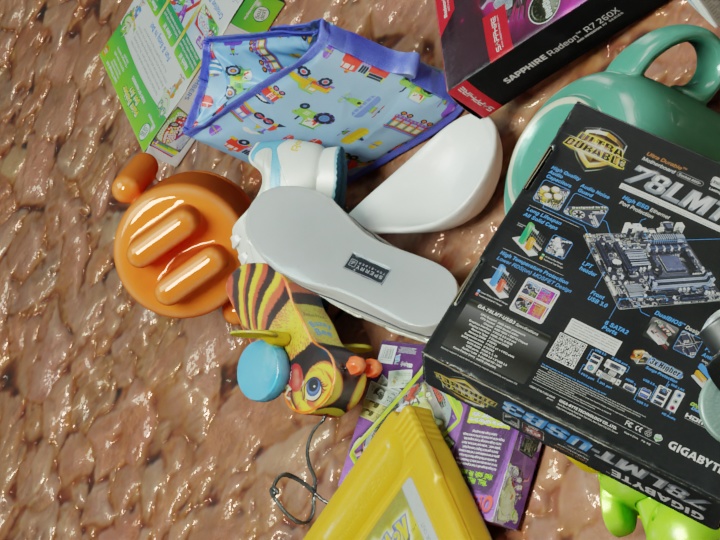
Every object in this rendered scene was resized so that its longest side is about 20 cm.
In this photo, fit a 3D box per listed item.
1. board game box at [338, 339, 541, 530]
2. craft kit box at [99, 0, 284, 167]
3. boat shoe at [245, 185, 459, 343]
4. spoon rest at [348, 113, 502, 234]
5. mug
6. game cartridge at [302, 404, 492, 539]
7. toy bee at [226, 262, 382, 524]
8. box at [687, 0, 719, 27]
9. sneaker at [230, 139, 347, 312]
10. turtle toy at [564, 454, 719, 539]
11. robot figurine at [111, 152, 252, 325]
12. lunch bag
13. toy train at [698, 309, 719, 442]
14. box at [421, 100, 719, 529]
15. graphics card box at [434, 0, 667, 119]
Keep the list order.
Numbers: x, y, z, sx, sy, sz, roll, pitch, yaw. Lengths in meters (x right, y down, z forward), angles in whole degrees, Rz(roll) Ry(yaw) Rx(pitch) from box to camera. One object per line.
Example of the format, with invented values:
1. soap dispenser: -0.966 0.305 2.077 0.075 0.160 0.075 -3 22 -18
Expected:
1. board game box: 0.062 0.117 1.600 0.200 0.032 0.120 5 72 57
2. craft kit box: -0.168 -0.233 2.125 0.198 0.048 0.200 -52 36 18
3. boat shoe: 0.000 0.000 1.662 0.200 0.066 0.072 23 73 28
4. spoon rest: 0.039 -0.045 1.696 0.200 0.061 0.099 -46 31 32
5. mug: 0.170 -0.070 1.476 0.152 0.114 0.185 -29 49 44
6. game cartridge: 0.027 0.219 1.555 0.176 0.032 0.200 -57 39 29
7. toy bee: -0.030 0.072 1.663 0.109 0.131 0.200 -33 82 34
8. box: 0.214 -0.278 1.497 0.112 0.101 0.200 -39 46 5
9. sneaker: -0.063 -0.006 1.767 0.077 0.081 0.200 -19 -62 -81
10. turtle toy: 0.193 0.103 1.339 0.101 0.146 0.200 -12 60 27
11. robot figurine: -0.145 -0.026 1.855 0.200 0.144 0.117 -67 -7 -81
12. lunch bag: -0.021 -0.141 1.758 0.200 0.150 0.094 -14 60 52
13. toy train: 0.270 0.091 1.186 0.200 0.114 0.085 55 162 12
14. box: 0.168 0.022 1.289 0.200 0.050 0.199 25 66 16
15. graphics card box: 0.145 -0.215 1.635 0.200 0.051 0.126 -30 46 30
